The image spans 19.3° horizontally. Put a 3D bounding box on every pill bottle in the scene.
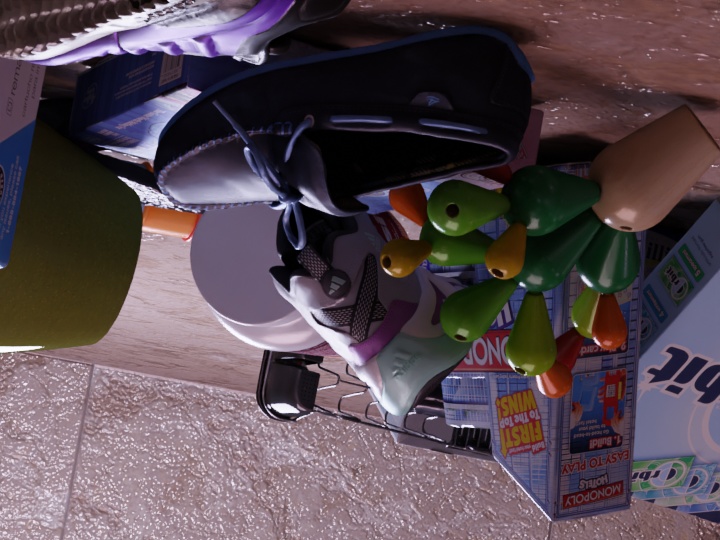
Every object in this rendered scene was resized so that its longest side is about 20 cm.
[{"bbox_3d":[-0.037,-0.003,1.352,0.112,0.114,0.200,7,179,15],"label":"pill bottle"}]

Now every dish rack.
[{"bbox_3d":[0.034,0.051,1.533,0.199,0.155,0.054,15,173,-26],"label":"dish rack"}]

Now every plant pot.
[{"bbox_3d":[-0.229,-0.030,1.173,0.199,0.189,0.187,16,170,-24],"label":"plant pot"}]

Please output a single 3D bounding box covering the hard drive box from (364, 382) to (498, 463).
[{"bbox_3d":[0.087,0.077,1.689,0.155,0.077,0.200,12,-163,-16],"label":"hard drive box"}]

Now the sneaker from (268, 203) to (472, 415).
[{"bbox_3d":[0.000,0.000,1.172,0.140,0.078,0.200,46,-178,-1],"label":"sneaker"}]

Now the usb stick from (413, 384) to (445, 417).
[{"bbox_3d":[0.130,0.097,1.456,0.198,0.033,0.055,7,179,19],"label":"usb stick"}]

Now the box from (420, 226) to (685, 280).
[{"bbox_3d":[0.163,0.032,1.456,0.183,0.106,0.199,14,170,-31],"label":"box"}]

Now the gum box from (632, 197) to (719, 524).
[{"bbox_3d":[0.224,0.062,1.329,0.169,0.200,0.045,19,-149,-36],"label":"gum box"}]

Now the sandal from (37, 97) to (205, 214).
[{"bbox_3d":[-0.182,-0.086,1.298,0.199,0.048,0.075,21,175,9],"label":"sandal"}]

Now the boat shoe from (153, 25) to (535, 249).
[{"bbox_3d":[-0.016,-0.061,0.996,0.199,0.069,0.084,-18,145,30],"label":"boat shoe"}]

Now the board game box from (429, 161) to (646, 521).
[{"bbox_3d":[0.098,0.043,1.252,0.061,0.202,0.200,-4,179,-30],"label":"board game box"}]

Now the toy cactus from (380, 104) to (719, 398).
[{"bbox_3d":[0.106,-0.024,1.070,0.200,0.165,0.103,40,-164,-45],"label":"toy cactus"}]

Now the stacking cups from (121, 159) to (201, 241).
[{"bbox_3d":[-0.168,-0.052,1.439,0.198,0.061,0.060,11,172,-20],"label":"stacking cups"}]

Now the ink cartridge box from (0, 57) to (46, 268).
[{"bbox_3d":[-0.216,-0.091,0.919,0.084,0.146,0.200,7,172,18],"label":"ink cartridge box"}]

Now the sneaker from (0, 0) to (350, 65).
[{"bbox_3d":[-0.077,-0.113,0.875,0.099,0.070,0.199,13,172,-39],"label":"sneaker"}]

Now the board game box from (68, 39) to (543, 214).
[{"bbox_3d":[-0.035,-0.079,1.148,0.198,0.044,0.200,13,171,-23],"label":"board game box"}]
